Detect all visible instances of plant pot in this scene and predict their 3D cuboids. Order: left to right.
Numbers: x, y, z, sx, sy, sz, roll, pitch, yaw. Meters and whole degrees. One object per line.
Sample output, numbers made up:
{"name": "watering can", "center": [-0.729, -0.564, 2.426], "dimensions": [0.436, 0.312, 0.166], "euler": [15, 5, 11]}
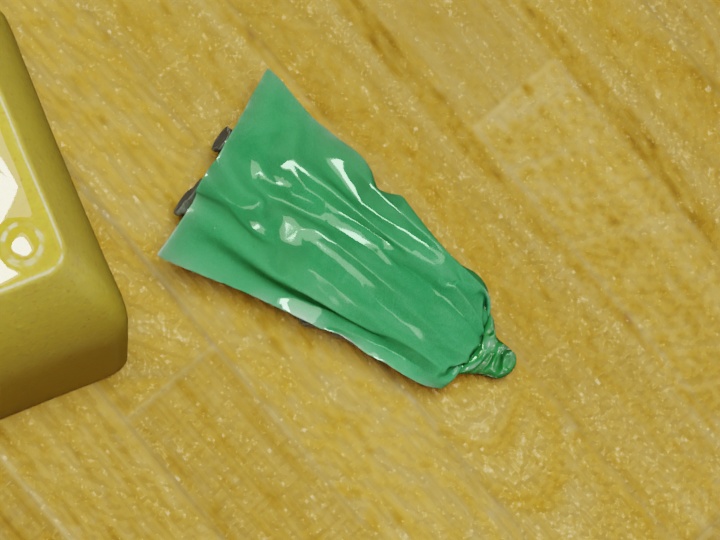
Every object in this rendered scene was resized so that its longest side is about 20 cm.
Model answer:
{"name": "plant pot", "center": [-0.221, -0.020, 1.256], "dimensions": [0.195, 0.200, 0.195], "euler": [-22, 86, -15]}

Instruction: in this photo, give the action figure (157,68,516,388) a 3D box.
{"name": "action figure", "center": [0.000, 0.000, 1.376], "dimensions": [0.200, 0.055, 0.118], "euler": [35, 74, -12]}
